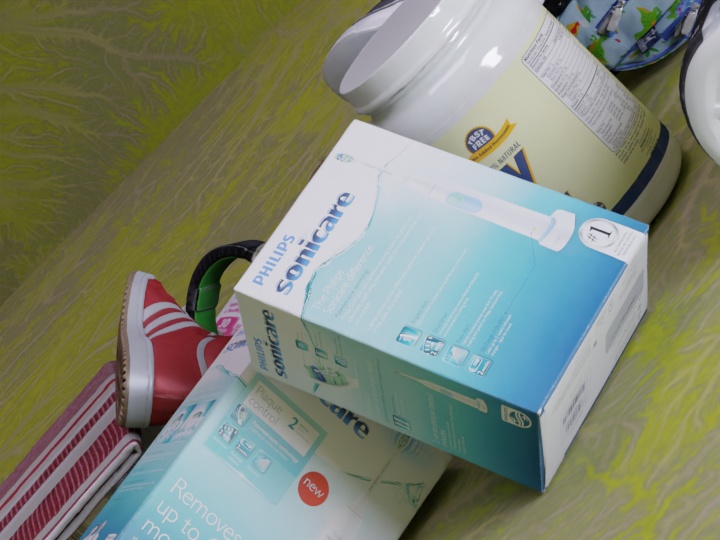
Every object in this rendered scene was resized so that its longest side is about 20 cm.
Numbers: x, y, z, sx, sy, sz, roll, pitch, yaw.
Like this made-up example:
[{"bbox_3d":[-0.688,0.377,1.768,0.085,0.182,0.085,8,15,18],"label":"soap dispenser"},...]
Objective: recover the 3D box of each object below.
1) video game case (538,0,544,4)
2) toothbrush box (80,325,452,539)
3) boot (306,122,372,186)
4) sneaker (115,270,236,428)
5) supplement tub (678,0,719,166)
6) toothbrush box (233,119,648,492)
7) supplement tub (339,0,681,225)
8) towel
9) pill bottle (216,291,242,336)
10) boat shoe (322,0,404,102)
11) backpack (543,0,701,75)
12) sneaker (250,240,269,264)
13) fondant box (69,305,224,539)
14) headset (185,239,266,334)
[{"bbox_3d":[0.093,-0.190,1.560,0.182,0.023,0.201,-33,23,55],"label":"video game case"},{"bbox_3d":[-0.062,0.149,1.264,0.200,0.146,0.085,-53,14,-23],"label":"toothbrush box"},{"bbox_3d":[0.000,0.000,1.491,0.200,0.156,0.073,-48,39,-10],"label":"boot"},{"bbox_3d":[-0.114,0.058,1.427,0.200,0.111,0.072,-106,22,-67],"label":"sneaker"},{"bbox_3d":[0.255,-0.146,1.163,0.122,0.122,0.201,-38,17,38],"label":"supplement tub"},{"bbox_3d":[0.049,0.017,1.189,0.147,0.199,0.086,-56,-24,-30],"label":"toothbrush box"},{"bbox_3d":[0.098,-0.096,1.355,0.145,0.200,0.145,-45,13,13],"label":"supplement tub"},{"bbox_3d":[-0.206,0.145,1.434,0.144,0.023,0.200,-49,17,3],"label":"towel"},{"bbox_3d":[-0.039,0.027,1.644,0.201,0.113,0.113,-56,15,-30],"label":"pill bottle"},{"bbox_3d":[0.050,-0.190,1.504,0.200,0.072,0.068,-36,23,43],"label":"boat shoe"},{"bbox_3d":[0.226,-0.241,1.538,0.201,0.153,0.163,-63,-4,35],"label":"backpack"},{"bbox_3d":[0.025,0.019,1.349,0.086,0.199,0.078,-27,59,38],"label":"sneaker"},{"bbox_3d":[-0.175,0.139,1.506,0.144,0.058,0.201,-41,18,38],"label":"fondant box"},{"bbox_3d":[-0.041,0.054,1.451,0.094,0.199,0.124,-13,-56,-42],"label":"headset"}]
